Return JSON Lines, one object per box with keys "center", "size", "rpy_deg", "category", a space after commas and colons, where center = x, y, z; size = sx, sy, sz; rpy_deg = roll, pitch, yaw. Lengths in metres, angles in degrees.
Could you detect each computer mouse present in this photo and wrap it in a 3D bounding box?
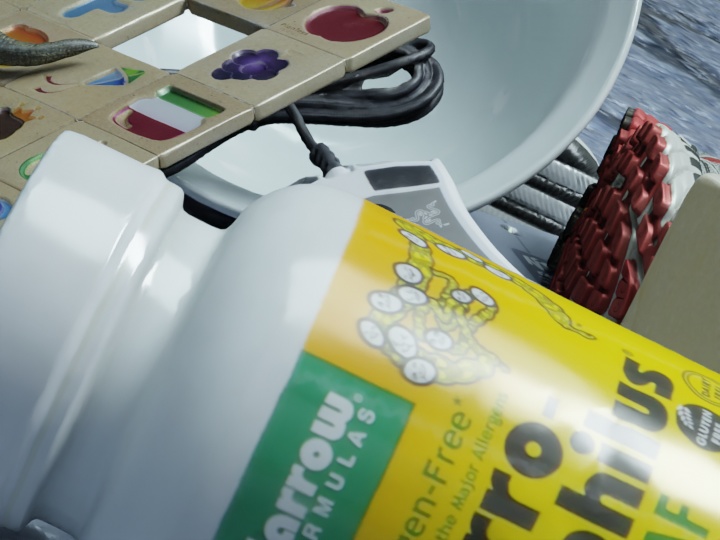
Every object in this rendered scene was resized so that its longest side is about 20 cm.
{"center": [0.000, 0.000, 0.838], "size": [0.109, 0.044, 0.200], "rpy_deg": [-16, 46, -13], "category": "computer mouse"}

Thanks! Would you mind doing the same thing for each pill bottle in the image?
{"center": [0.008, 0.050, 0.603], "size": [0.199, 0.113, 0.113], "rpy_deg": [26, 15, -2], "category": "pill bottle"}

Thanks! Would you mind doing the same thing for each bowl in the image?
{"center": [-0.008, -0.096, 0.964], "size": [0.200, 0.202, 0.090], "rpy_deg": [27, -15, 3], "category": "bowl"}

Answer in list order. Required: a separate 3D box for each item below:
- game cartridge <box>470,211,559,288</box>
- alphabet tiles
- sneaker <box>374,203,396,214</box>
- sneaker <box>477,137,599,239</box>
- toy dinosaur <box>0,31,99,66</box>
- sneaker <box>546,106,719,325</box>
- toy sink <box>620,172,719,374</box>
{"center": [0.109, 0.036, 0.970], "size": [0.199, 0.041, 0.134], "rpy_deg": [20, 20, -22], "category": "game cartridge"}
{"center": [-0.107, -0.065, 0.787], "size": [0.167, 0.008, 0.199], "rpy_deg": [-30, 38, -34], "category": "alphabet tiles"}
{"center": [-0.026, 0.013, 0.719], "size": [0.199, 0.088, 0.076], "rpy_deg": [27, 17, 7], "category": "sneaker"}
{"center": [0.000, -0.062, 1.072], "size": [0.199, 0.075, 0.115], "rpy_deg": [32, 6, 1], "category": "sneaker"}
{"center": [-0.161, -0.107, 0.782], "size": [0.199, 0.078, 0.102], "rpy_deg": [12, -2, 3], "category": "toy dinosaur"}
{"center": [0.107, -0.002, 0.882], "size": [0.082, 0.078, 0.200], "rpy_deg": [28, 15, 1], "category": "sneaker"}
{"center": [0.150, 0.060, 0.775], "size": [0.112, 0.131, 0.199], "rpy_deg": [37, 19, 36], "category": "toy sink"}
